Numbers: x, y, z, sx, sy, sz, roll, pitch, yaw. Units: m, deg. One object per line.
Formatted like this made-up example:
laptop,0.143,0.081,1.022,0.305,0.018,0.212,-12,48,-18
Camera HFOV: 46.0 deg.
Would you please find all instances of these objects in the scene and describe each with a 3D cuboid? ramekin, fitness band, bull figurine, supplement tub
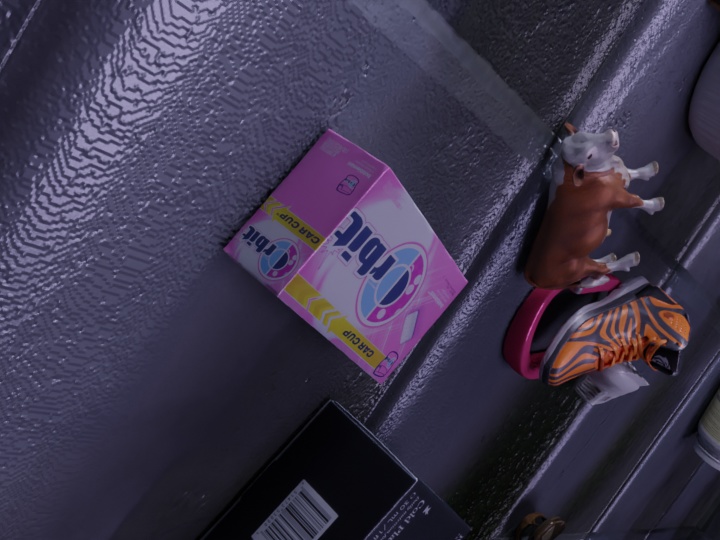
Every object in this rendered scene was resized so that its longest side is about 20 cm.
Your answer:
ramekin,0.467,-0.204,0.965,0.200,0.105,0.200,-30,140,-28
fitness band,0.247,0.063,1.011,0.200,0.037,0.144,-1,121,-47
bull figurine,0.230,-0.060,0.844,0.121,0.065,0.200,4,132,-13
supplement tub,0.791,0.309,1.749,0.145,0.145,0.200,-6,125,-46

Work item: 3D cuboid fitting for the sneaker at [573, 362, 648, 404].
sneaker,0.320,0.142,1.109,0.080,0.076,0.200,-37,160,7

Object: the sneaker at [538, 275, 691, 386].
sneaker,0.303,0.087,0.968,0.200,0.112,0.078,-34,143,-22

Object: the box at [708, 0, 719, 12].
box,0.480,-0.297,0.856,0.200,0.163,0.021,-49,171,-5

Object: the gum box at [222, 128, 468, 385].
gum box,0.000,0.000,0.648,0.114,0.066,0.200,-50,145,-5

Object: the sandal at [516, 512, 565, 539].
sandal,0.282,0.416,1.355,0.082,0.055,0.200,-43,159,-2

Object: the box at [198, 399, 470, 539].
box,-0.022,0.260,0.808,0.200,0.124,0.197,-47,147,-7
